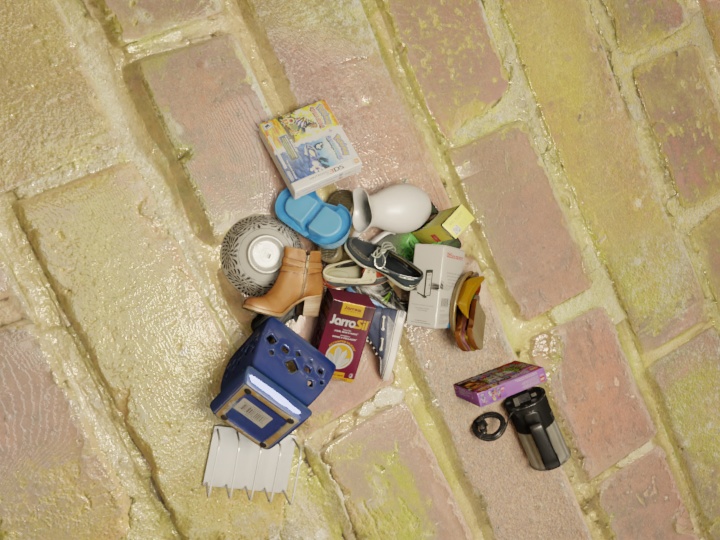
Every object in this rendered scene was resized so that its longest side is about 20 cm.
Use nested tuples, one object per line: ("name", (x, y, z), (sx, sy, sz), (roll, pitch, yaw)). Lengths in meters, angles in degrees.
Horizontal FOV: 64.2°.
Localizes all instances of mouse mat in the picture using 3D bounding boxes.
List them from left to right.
("mouse mat", (0.155, -0.066, 1.503), (0.200, 0.008, 0.161), (-41, 100, -14))

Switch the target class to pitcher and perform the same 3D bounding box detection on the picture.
("pitcher", (0.068, -0.129, 1.419), (0.199, 0.121, 0.172), (-10, 132, -35))

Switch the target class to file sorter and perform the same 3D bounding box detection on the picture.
("file sorter", (-0.247, 0.449, 1.318), (0.199, 0.124, 0.140), (12, 86, -15))

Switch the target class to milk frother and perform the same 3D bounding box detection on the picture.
("milk frother", (0.425, 0.442, 1.525), (0.199, 0.180, 0.189), (-22, 97, 28))

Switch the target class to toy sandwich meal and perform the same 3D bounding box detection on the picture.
("toy sandwich meal", (0.284, 0.101, 1.455), (0.205, 0.070, 0.207), (-24, 118, -57))

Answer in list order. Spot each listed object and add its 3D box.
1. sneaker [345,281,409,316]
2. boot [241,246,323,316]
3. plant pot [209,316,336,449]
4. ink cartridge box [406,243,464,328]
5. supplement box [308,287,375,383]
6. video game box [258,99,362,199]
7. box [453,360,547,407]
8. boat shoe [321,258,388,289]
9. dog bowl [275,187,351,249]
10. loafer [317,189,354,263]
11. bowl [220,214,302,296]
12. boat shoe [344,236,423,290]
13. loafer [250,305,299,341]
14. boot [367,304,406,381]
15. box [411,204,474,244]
("sneaker", (0.062, 0.060, 1.440), (0.199, 0.071, 0.083), (24, 89, -12))
("boot", (-0.168, 0.023, 1.283), (0.199, 0.077, 0.156), (3, 91, -31))
("plant pot", (-0.200, 0.259, 1.263), (0.200, 0.200, 0.180), (39, 34, -11))
("ink cartridge box", (0.190, 0.040, 1.433), (0.146, 0.084, 0.201), (9, 87, -60))
("supplement box", (-0.048, 0.154, 1.370), (0.110, 0.086, 0.201), (13, 104, -16))
("video game box", (-0.120, -0.292, 1.372), (0.181, 0.047, 0.201), (-25, 76, -17))
("box", (0.360, 0.291, 1.491), (0.199, 0.137, 0.039), (-17, 94, -16))
("boat shoe", (0.000, 0.000, 1.384), (0.199, 0.063, 0.072), (-9, 68, -12))
("dog bowl", (-0.109, -0.124, 1.360), (0.199, 0.050, 0.112), (32, 74, 19))
("loafer", (-0.059, -0.105, 1.410), (0.076, 0.068, 0.201), (13, 69, 12))
("bowl", (-0.224, -0.037, 1.346), (0.199, 0.094, 0.202), (0, 89, -17))
("boat shoe", (0.056, -0.024, 1.344), (0.200, 0.062, 0.075), (35, 56, -1))
("loafer", (-0.171, 0.092, 1.377), (0.200, 0.068, 0.071), (-41, 111, -10))
("boot", (0.051, 0.177, 1.426), (0.090, 0.073, 0.201), (14, 113, 9))
("box", (0.198, -0.109, 1.409), (0.050, 0.200, 0.075), (46, 76, -10))
